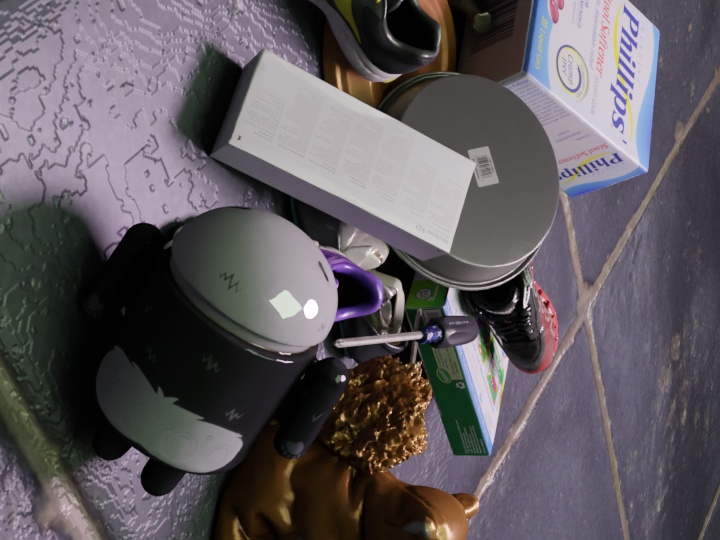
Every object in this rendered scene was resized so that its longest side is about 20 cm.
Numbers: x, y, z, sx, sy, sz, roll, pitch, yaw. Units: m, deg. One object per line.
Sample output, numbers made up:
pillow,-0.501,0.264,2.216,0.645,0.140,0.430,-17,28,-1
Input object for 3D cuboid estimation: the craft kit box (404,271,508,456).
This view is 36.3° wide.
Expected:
craft kit box,0.107,0.048,1.119,0.198,0.048,0.201,-66,145,-47

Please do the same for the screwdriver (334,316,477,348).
screwdriver,0.041,0.058,0.909,0.199,0.028,0.029,-9,86,-54

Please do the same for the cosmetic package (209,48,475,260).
cosmetic package,-0.011,-0.086,0.864,0.199,0.051,0.083,26,70,-21

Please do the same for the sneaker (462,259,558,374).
sneaker,0.142,0.031,1.059,0.098,0.070,0.202,-66,143,-51

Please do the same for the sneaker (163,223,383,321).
sneaker,-0.064,0.005,0.838,0.199,0.083,0.082,0,99,-40

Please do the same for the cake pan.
cake pan,0.097,-0.085,0.970,0.198,0.037,0.203,6,76,-26

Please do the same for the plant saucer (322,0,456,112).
plant saucer,0.036,-0.197,1.014,0.199,0.037,0.203,-15,108,-55

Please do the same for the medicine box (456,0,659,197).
medicine box,0.203,-0.207,1.118,0.199,0.102,0.184,29,60,-33

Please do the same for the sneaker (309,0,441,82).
sneaker,-0.004,-0.236,0.875,0.200,0.084,0.075,44,65,-32

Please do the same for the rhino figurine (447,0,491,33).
rhino figurine,0.086,-0.329,1.032,0.059,0.088,0.201,-26,125,-6

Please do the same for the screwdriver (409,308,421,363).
screwdriver,0.044,0.095,1.027,0.029,0.028,0.201,-30,150,-17

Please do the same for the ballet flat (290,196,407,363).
ballet flat,0.000,0.000,0.966,0.073,0.072,0.201,-51,135,-39

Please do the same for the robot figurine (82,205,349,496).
robot figurine,-0.099,0.052,0.734,0.149,0.125,0.201,21,113,-35

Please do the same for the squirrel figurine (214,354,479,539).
squirrel figurine,0.000,0.169,0.890,0.141,0.185,0.202,6,91,-56
